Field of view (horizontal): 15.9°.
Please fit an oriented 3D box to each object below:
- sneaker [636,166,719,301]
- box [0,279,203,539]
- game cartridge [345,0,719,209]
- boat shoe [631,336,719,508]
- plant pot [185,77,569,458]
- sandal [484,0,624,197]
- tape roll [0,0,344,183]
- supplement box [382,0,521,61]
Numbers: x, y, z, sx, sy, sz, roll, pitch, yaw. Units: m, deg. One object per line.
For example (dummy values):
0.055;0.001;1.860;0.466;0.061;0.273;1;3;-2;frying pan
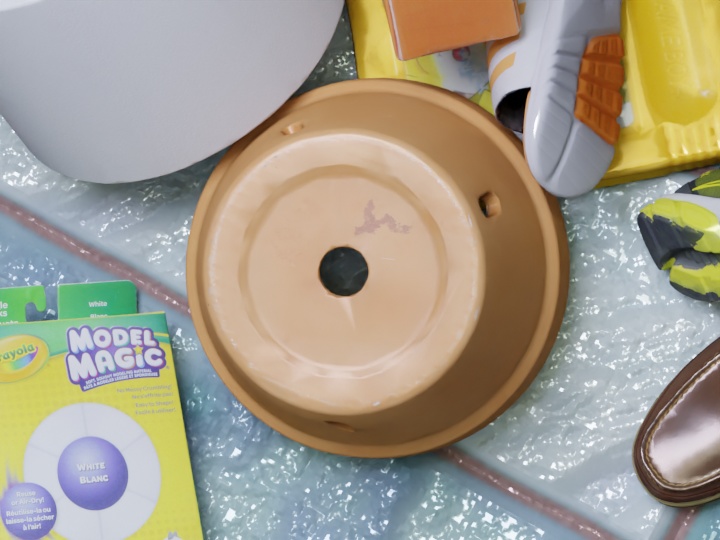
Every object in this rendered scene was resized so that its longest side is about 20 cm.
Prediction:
0.222;-0.025;1.269;0.085;0.075;0.200;-43;32;-21;sneaker
-0.147;0.100;1.330;0.117;0.048;0.201;-5;73;-26;box
0.095;-0.127;1.376;0.199;0.032;0.177;-11;76;7;game cartridge
0.220;0.045;1.300;0.200;0.068;0.072;-35;75;0;boat shoe
0.000;0.000;1.286;0.199;0.140;0.201;0;91;9;plant pot
0.098;-0.126;1.328;0.059;0.079;0.207;-7;57;30;sandal
-0.125;-0.165;1.321;0.202;0.139;0.203;-16;48;19;tape roll
0.031;-0.192;1.327;0.066;0.069;0.200;-14;36;1;supplement box
